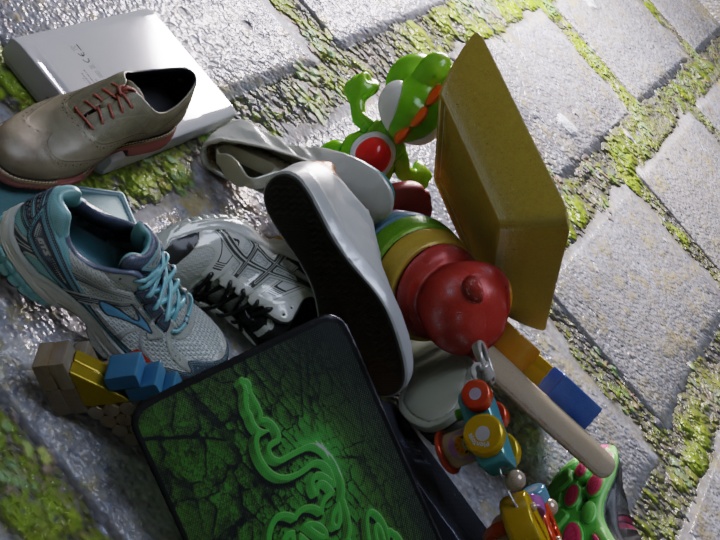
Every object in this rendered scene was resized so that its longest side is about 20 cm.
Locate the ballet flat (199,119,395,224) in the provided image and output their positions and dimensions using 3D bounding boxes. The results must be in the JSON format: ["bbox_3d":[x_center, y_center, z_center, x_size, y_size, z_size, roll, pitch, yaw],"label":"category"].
[{"bbox_3d":[-0.062,-0.078,1.166,0.199,0.070,0.069,24,17,33],"label":"ballet flat"}]

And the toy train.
[{"bbox_3d":[0.106,0.163,1.027,0.150,0.055,0.202,-77,143,-74],"label":"toy train"}]

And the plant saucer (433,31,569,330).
[{"bbox_3d":[0.111,-0.067,1.166,0.048,0.201,0.202,-17,62,-9],"label":"plant saucer"}]

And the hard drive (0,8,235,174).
[{"bbox_3d":[-0.205,-0.161,1.172,0.132,0.027,0.200,50,31,3],"label":"hard drive"}]

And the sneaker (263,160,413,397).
[{"bbox_3d":[0.000,0.000,1.089,0.085,0.072,0.202,-33,100,-55],"label":"sneaker"}]

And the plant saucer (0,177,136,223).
[{"bbox_3d":[-0.242,-0.040,0.995,0.199,0.019,0.070,6,50,-50],"label":"plant saucer"}]

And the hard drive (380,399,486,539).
[{"bbox_3d":[0.057,0.188,1.044,0.201,0.042,0.135,53,7,17],"label":"hard drive"}]

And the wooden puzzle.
[{"bbox_3d":[0.150,0.086,1.244,0.185,0.046,0.200,42,6,-21],"label":"wooden puzzle"}]

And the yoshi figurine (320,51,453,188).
[{"bbox_3d":[0.021,-0.126,1.252,0.112,0.200,0.113,20,31,-51],"label":"yoshi figurine"}]

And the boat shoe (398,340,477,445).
[{"bbox_3d":[0.071,0.105,1.131,0.061,0.071,0.202,62,4,-14],"label":"boat shoe"}]

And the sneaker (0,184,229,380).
[{"bbox_3d":[-0.163,0.014,0.953,0.199,0.086,0.078,36,40,-29],"label":"sneaker"}]

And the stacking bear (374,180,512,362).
[{"bbox_3d":[0.057,0.011,1.143,0.112,0.123,0.200,-11,22,-25],"label":"stacking bear"}]

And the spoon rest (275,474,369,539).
[{"bbox_3d":[0.002,0.216,0.958,0.200,0.099,0.061,47,5,-30],"label":"spoon rest"}]

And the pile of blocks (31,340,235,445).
[{"bbox_3d":[-0.129,0.087,0.929,0.199,0.082,0.063,33,33,-23],"label":"pile of blocks"}]

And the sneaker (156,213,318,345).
[{"bbox_3d":[-0.090,0.014,1.070,0.199,0.076,0.088,7,53,-45],"label":"sneaker"}]

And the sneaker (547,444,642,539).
[{"bbox_3d":[0.219,0.243,1.223,0.084,0.076,0.201,51,29,-30],"label":"sneaker"}]

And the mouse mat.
[{"bbox_3d":[-0.043,0.149,0.891,0.202,0.159,0.008,65,-13,-2],"label":"mouse mat"}]

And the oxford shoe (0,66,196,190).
[{"bbox_3d":[-0.206,-0.121,1.033,0.071,0.075,0.199,51,40,5],"label":"oxford shoe"}]
